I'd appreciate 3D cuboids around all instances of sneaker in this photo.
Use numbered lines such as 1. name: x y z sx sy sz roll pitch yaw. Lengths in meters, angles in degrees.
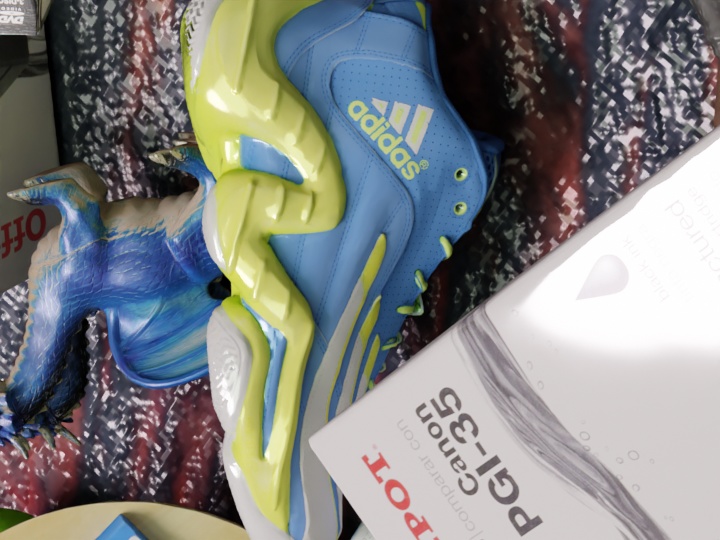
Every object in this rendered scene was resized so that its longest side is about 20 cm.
1. sneaker: 0.000 0.000 0.892 0.104 0.076 0.201 -6 100 0

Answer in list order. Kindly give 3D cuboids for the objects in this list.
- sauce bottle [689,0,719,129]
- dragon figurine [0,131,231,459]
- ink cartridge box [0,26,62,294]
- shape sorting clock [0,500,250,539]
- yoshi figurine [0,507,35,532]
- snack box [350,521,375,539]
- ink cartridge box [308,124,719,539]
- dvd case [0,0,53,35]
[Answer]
1. sauce bottle: 0.149 -0.025 0.832 0.064 0.065 0.201 -24 96 34
2. dragon figurine: -0.064 0.005 0.962 0.199 0.059 0.100 -16 99 4
3. ink cartridge box: -0.184 -0.080 0.959 0.083 0.145 0.201 5 109 28
4. shape sorting clock: -0.082 0.182 0.954 0.198 0.039 0.202 -1 86 8
5. yoshi figurine: -0.097 0.155 1.020 0.199 0.112 0.113 26 111 22
6. snack box: 0.099 0.115 0.912 0.200 0.037 0.117 36 106 15
7. ink cartridge box: 0.102 0.052 0.804 0.200 0.083 0.147 -39 85 39
8. dvd case: -0.106 -0.192 0.881 0.022 0.146 0.201 1 111 0
